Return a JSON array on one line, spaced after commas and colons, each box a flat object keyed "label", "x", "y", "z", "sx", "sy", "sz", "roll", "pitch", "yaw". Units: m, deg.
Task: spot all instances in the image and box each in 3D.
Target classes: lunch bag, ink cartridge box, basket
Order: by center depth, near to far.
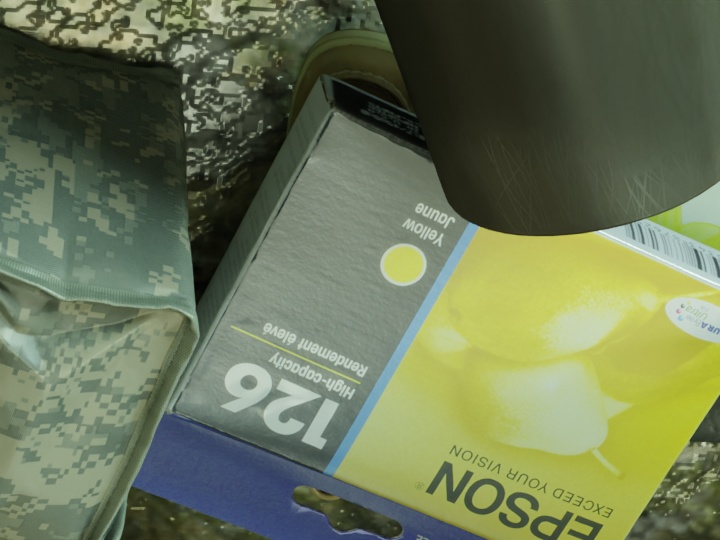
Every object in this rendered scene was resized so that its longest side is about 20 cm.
[{"label": "basket", "x": 0.063, "y": -0.126, "z": 0.836, "sx": 0.136, "sy": 0.180, "sz": 0.200, "roll": 4, "pitch": 123, "yaw": 32}, {"label": "lunch bag", "x": -0.141, "y": 0.034, "z": 0.947, "sx": 0.117, "sy": 0.164, "sz": 0.200, "roll": 15, "pitch": 123, "yaw": -17}, {"label": "ink cartridge box", "x": 0.029, "y": 0.049, "z": 0.969, "sx": 0.197, "sy": 0.047, "sz": 0.200, "roll": 22, "pitch": 111, "yaw": -15}]

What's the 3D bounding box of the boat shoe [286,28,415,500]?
[{"label": "boat shoe", "x": 0.000, "y": 0.000, "z": 0.992, "sx": 0.073, "sy": 0.063, "sz": 0.200, "roll": 5, "pitch": 121, "yaw": 10}]

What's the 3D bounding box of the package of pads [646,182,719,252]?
[{"label": "package of pads", "x": 0.157, "y": -0.030, "z": 1.004, "sx": 0.200, "sy": 0.068, "sz": 0.155, "roll": 12, "pitch": 123, "yaw": -16}]

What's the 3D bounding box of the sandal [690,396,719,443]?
[{"label": "sandal", "x": 0.097, "y": 0.053, "z": 1.069, "sx": 0.200, "sy": 0.048, "sz": 0.075, "roll": -1, "pitch": 125, "yaw": -6}]
